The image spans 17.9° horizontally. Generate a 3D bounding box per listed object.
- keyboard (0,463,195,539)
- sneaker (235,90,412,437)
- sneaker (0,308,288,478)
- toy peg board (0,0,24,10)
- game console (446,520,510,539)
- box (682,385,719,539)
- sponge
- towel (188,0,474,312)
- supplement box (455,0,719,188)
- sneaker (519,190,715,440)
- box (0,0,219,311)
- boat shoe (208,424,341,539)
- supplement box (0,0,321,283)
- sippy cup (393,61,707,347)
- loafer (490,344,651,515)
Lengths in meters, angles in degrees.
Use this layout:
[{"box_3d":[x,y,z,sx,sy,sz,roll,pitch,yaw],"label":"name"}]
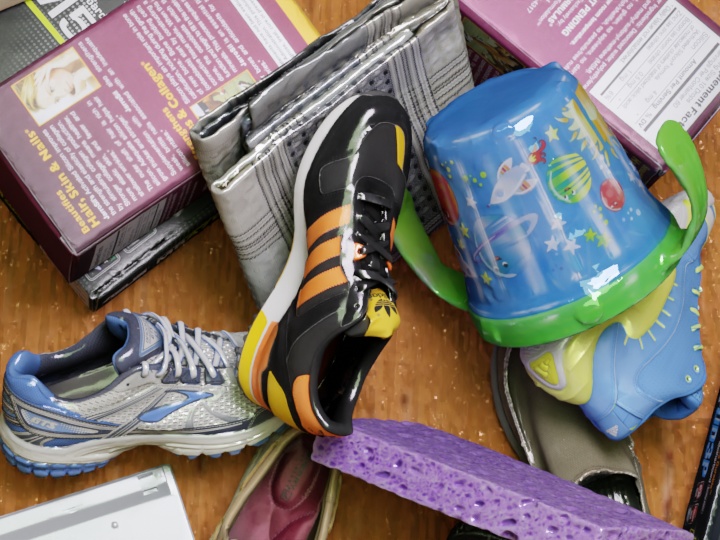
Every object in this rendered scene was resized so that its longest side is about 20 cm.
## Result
[{"box_3d":[-0.201,0.172,1.372,0.200,0.011,0.056,-17,85,-11],"label":"keyboard"},{"box_3d":[0.000,0.000,1.304,0.070,0.090,0.200,12,102,-42],"label":"sneaker"},{"box_3d":[-0.119,0.064,1.354,0.200,0.085,0.077,-14,42,-11],"label":"sneaker"},{"box_3d":[-0.240,-0.271,1.400,0.200,0.098,0.199,-24,68,-9],"label":"toy peg board"},{"box_3d":[0.122,0.259,1.341,0.200,0.176,0.116,17,47,-4],"label":"game console"},{"box_3d":[0.288,0.144,1.413,0.159,0.046,0.200,20,75,-9],"label":"box"},{"box_3d":[0.081,0.129,1.318,0.200,0.112,0.030,19,96,35],"label":"sponge"},{"box_3d":[-0.001,-0.065,1.365,0.193,0.200,0.035,-36,51,-14],"label":"towel"},{"box_3d":[0.127,-0.143,1.425,0.200,0.131,0.103,40,75,2],"label":"supplement box"},{"box_3d":[0.178,0.033,1.407,0.105,0.076,0.200,52,52,-6],"label":"sneaker"},{"box_3d":[-0.152,-0.109,1.425,0.193,0.048,0.200,-38,84,-12],"label":"box"},{"box_3d":[-0.064,0.177,1.357,0.074,0.066,0.200,20,75,-2],"label":"boat shoe"},{"box_3d":[-0.123,-0.097,1.359,0.200,0.086,0.110,-35,85,-15],"label":"supplement box"},{"box_3d":[0.104,-0.045,1.333,0.178,0.140,0.130,-26,110,1],"label":"sippy cup"},{"box_3d":[0.142,0.117,1.396,0.075,0.070,0.200,-22,81,-12],"label":"loafer"}]
